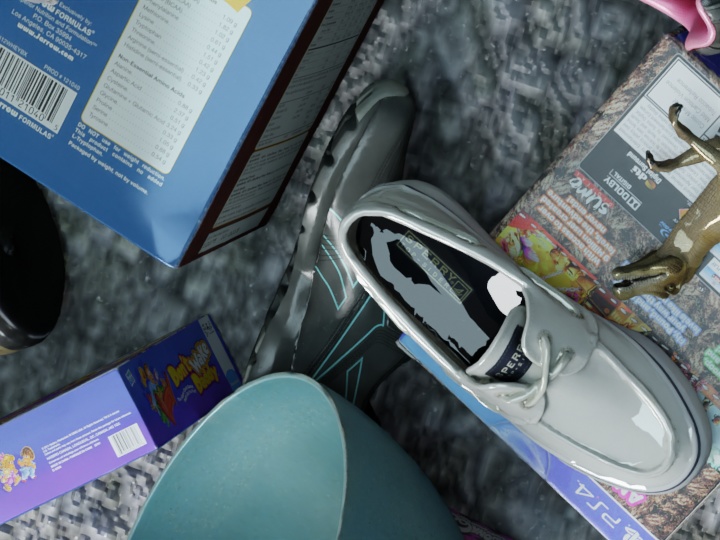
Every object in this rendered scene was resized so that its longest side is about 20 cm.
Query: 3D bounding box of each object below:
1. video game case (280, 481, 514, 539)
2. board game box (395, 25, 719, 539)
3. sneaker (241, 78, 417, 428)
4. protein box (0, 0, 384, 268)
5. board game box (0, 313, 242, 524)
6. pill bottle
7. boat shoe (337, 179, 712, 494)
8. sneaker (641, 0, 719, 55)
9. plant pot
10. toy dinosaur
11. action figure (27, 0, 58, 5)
[{"bbox_3d":[0.033,0.216,1.253,0.199,0.036,0.182,25,106,10],"label":"video game case"},{"bbox_3d":[0.146,0.009,1.149,0.159,0.097,0.200,43,109,5],"label":"board game box"},{"bbox_3d":[0.000,0.000,1.213,0.079,0.075,0.201,19,113,0],"label":"sneaker"},{"bbox_3d":[-0.103,-0.146,1.173,0.198,0.135,0.201,32,107,9],"label":"protein box"},{"bbox_3d":[-0.172,0.095,1.238,0.199,0.134,0.045,-26,92,19],"label":"board game box"},{"bbox_3d":[-0.265,0.010,1.262,0.199,0.112,0.113,-17,95,18],"label":"pill bottle"},{"bbox_3d":[0.072,0.033,1.089,0.200,0.066,0.072,44,108,6],"label":"boat shoe"},{"bbox_3d":[0.129,-0.167,1.092,0.200,0.095,0.079,49,153,34],"label":"sneaker"},{"bbox_3d":[-0.017,0.167,1.158,0.134,0.200,0.201,27,111,-28],"label":"plant pot"},{"bbox_3d":[0.198,-0.044,1.054,0.199,0.058,0.102,-15,111,24],"label":"toy dinosaur"},{"bbox_3d":[-0.174,-0.170,0.997,0.198,0.069,0.131,-8,93,15],"label":"action figure"}]
